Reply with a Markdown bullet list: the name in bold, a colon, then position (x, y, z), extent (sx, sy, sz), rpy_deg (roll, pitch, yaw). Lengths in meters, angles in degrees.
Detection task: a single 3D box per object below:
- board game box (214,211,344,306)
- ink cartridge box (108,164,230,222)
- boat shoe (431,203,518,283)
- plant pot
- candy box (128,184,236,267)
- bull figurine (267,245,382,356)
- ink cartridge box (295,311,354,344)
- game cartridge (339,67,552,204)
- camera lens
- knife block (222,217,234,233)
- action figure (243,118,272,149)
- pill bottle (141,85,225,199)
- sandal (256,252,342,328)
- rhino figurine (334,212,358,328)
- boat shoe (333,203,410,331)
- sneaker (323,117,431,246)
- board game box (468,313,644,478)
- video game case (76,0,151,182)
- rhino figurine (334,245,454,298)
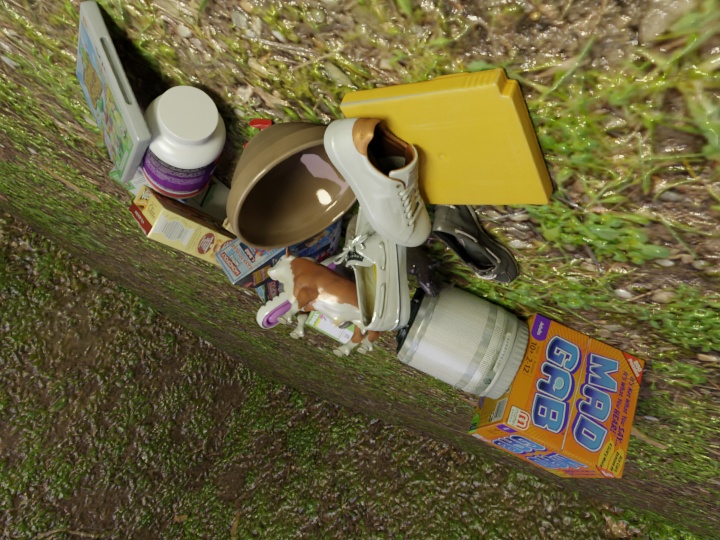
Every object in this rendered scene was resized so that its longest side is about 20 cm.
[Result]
- **board game box**: position (-0.128, -0.027, 0.818), extent (0.062, 0.199, 0.200), rpy_deg (52, 157, 17)
- **ink cartridge box**: position (-0.344, -0.154, 0.958), extent (0.144, 0.084, 0.200), rpy_deg (1, 148, 47)
- **boat shoe**: position (0.159, -0.026, 0.721), extent (0.067, 0.057, 0.200), rpy_deg (0, 147, 46)
- **plant pot**: position (-0.092, -0.126, 0.666), extent (0.093, 0.200, 0.201), rpy_deg (57, 168, 21)
- **candy box**: position (-0.271, -0.063, 0.854), extent (0.199, 0.056, 0.115), rpy_deg (28, -173, -45)
- **bull figurine**: position (-0.049, 0.043, 0.721), extent (0.198, 0.122, 0.065), rpy_deg (18, 149, 5)
- **ink cartridge box**: position (-0.079, 0.040, 1.007), extent (0.199, 0.148, 0.076), rpy_deg (29, 119, -7)
- **game cartridge**: position (0.098, -0.140, 0.575), extent (0.199, 0.033, 0.176), rpy_deg (6, 151, 37)
- **camera lens**: position (0.171, 0.118, 0.897), extent (0.199, 0.161, 0.160), rpy_deg (24, 159, 5)
- **knife block**: position (-0.136, -0.050, 0.914), extent (0.175, 0.064, 0.200), rpy_deg (35, -179, 3)
- **action figure**: position (-0.152, -0.141, 0.787), extent (0.098, 0.066, 0.200), rpy_deg (1, 152, 13)
- **pill bottle**: position (-0.264, -0.187, 0.754), extent (0.112, 0.113, 0.200), rpy_deg (32, 158, -16)
- **sandal**: position (-0.085, 0.045, 0.887), extent (0.050, 0.202, 0.083), rpy_deg (51, 172, 26)
- **rhino figurine**: position (0.000, 0.000, 0.793), extent (0.087, 0.202, 0.060), rpy_deg (26, -164, 24)
- **boat shoe**: position (0.007, -0.020, 0.671), extent (0.085, 0.204, 0.074), rpy_deg (-2, 175, -33)
- **sneaker**: position (0.043, -0.094, 0.594), extent (0.084, 0.073, 0.200), rpy_deg (4, 149, 44)
- **board game box**: position (0.340, 0.231, 0.911), extent (0.198, 0.201, 0.200), rpy_deg (23, 158, 5)
- **video game case**: position (-0.357, -0.239, 0.723), extent (0.200, 0.022, 0.183), rpy_deg (-13, 99, 59)
- **rhino figurine**: position (0.060, -0.009, 0.843), extent (0.199, 0.088, 0.060), rpy_deg (19, -175, 15)
